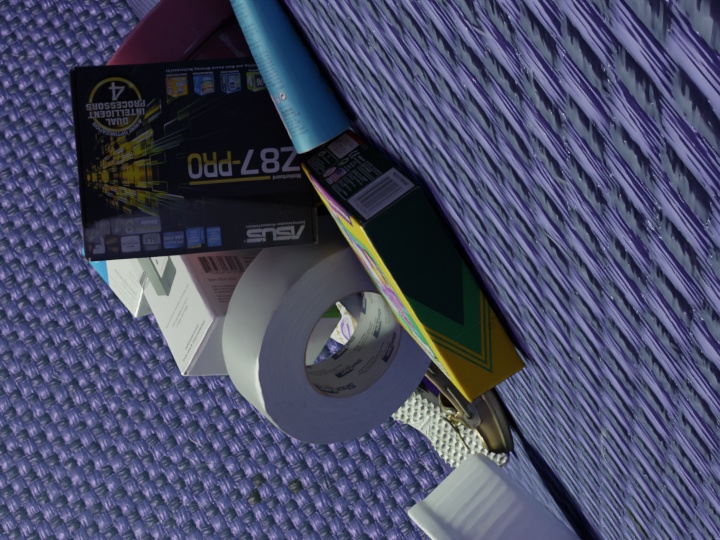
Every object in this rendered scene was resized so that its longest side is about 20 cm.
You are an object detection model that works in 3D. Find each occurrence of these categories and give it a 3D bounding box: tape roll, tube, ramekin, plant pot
[{"bbox_3d":[-0.023,0.054,1.437,0.066,0.200,0.201,34,161,47],"label":"tape roll"},{"bbox_3d":[-0.075,-0.194,1.287,0.201,0.050,0.077,62,166,-11],"label":"tube"},{"bbox_3d":[0.152,0.275,1.598,0.200,0.098,0.200,42,177,3],"label":"ramekin"},{"bbox_3d":[-0.129,-0.140,1.449,0.179,0.200,0.200,39,175,2],"label":"plant pot"}]

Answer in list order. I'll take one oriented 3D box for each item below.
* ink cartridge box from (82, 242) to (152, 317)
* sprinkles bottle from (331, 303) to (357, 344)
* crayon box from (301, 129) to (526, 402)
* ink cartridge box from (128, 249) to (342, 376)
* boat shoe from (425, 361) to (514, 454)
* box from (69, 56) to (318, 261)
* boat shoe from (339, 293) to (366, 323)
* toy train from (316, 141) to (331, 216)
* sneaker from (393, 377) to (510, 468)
[{"bbox_3d":[-0.218,-0.068,1.657,0.116,0.067,0.201,45,133,31],"label":"ink cartridge box"},{"bbox_3d":[0.011,0.057,1.737,0.069,0.068,0.200,58,162,-23],"label":"sprinkles bottle"},{"bbox_3d":[0.038,-0.008,1.268,0.173,0.058,0.200,57,177,-23],"label":"crayon box"},{"bbox_3d":[-0.129,-0.002,1.516,0.144,0.084,0.201,1,-135,-37],"label":"ink cartridge box"},{"bbox_3d":[0.086,0.108,1.583,0.201,0.062,0.073,57,175,-17],"label":"boat shoe"},{"bbox_3d":[-0.139,-0.096,1.339,0.049,0.198,0.163,-152,58,-79],"label":"box"},{"bbox_3d":[0.000,0.000,1.588,0.072,0.062,0.200,48,-174,-11],"label":"boat shoe"},{"bbox_3d":[-0.058,-0.101,1.604,0.200,0.085,0.115,-124,16,-48],"label":"toy train"},{"bbox_3d":[0.094,0.142,1.783,0.200,0.070,0.100,37,-139,-12],"label":"sneaker"}]
